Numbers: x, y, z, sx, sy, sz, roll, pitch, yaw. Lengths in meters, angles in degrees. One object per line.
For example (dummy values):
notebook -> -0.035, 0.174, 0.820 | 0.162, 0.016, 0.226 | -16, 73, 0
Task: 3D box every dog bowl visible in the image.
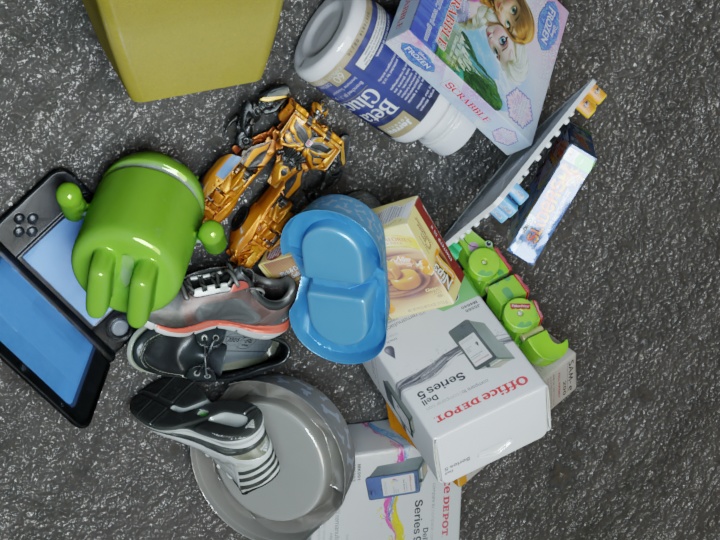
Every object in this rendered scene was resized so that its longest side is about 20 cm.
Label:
dog bowl -> -0.021, 0.007, 1.474 | 0.110, 0.050, 0.202 | 7, 129, 17
dog bowl -> -0.095, 0.210, 1.572 | 0.059, 0.198, 0.202 | -33, 127, -60

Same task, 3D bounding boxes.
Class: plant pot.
plant pot -> -0.181, -0.279, 1.354 | 0.198, 0.200, 0.178 | -13, 124, -17

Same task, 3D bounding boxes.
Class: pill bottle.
pill bottle -> 0.035, -0.208, 1.504 | 0.199, 0.111, 0.112 | 30, 95, -28

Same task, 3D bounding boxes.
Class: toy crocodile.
toy crocodile -> 0.167, 0.027, 1.610 | 0.061, 0.201, 0.068 | -26, 157, -17

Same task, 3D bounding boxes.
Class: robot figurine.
robot figurine -> -0.225, -0.039, 1.413 | 0.174, 0.201, 0.116 | 12, 135, -1
robot figurine -> -0.098, -0.102, 1.511 | 0.145, 0.058, 0.200 | 35, 99, -29

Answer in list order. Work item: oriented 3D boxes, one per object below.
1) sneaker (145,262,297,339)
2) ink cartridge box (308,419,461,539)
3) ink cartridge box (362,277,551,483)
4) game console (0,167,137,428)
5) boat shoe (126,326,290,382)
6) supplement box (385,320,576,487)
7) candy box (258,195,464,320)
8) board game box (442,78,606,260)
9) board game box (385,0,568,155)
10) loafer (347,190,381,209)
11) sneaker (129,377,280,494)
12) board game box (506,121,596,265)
sneaker -> -0.158, 0.019, 1.487 | 0.198, 0.077, 0.082 | 4, 134, -30
ink cartridge box -> 0.019, 0.264, 1.681 | 0.198, 0.087, 0.147 | -5, 110, -22
ink cartridge box -> 0.103, 0.117, 1.552 | 0.144, 0.200, 0.084 | -24, 137, -13
game console -> -0.301, 0.028, 1.449 | 0.176, 0.116, 0.200 | -43, 119, -3
boat shoe -> -0.160, 0.090, 1.525 | 0.198, 0.066, 0.075 | 7, 102, -43
supplement box -> 0.143, 0.142, 1.632 | 0.199, 0.126, 0.074 | -36, 142, -22
candy box -> 0.000, 0.000, 1.530 | 0.198, 0.056, 0.116 | -14, 121, 31
board game box -> 0.170, -0.101, 1.521 | 0.026, 0.200, 0.200 | 41, 64, -3
board game box -> 0.132, -0.264, 1.502 | 0.199, 0.041, 0.201 | 37, 55, -29
loafer -> 0.030, 0.001, 1.598 | 0.070, 0.070, 0.201 | -32, 121, -8
sneaker -> -0.169, 0.192, 1.526 | 0.076, 0.199, 0.116 | -44, 129, -32
board game box -> 0.216, -0.092, 1.565 | 0.034, 0.200, 0.136 | 30, 105, 0
